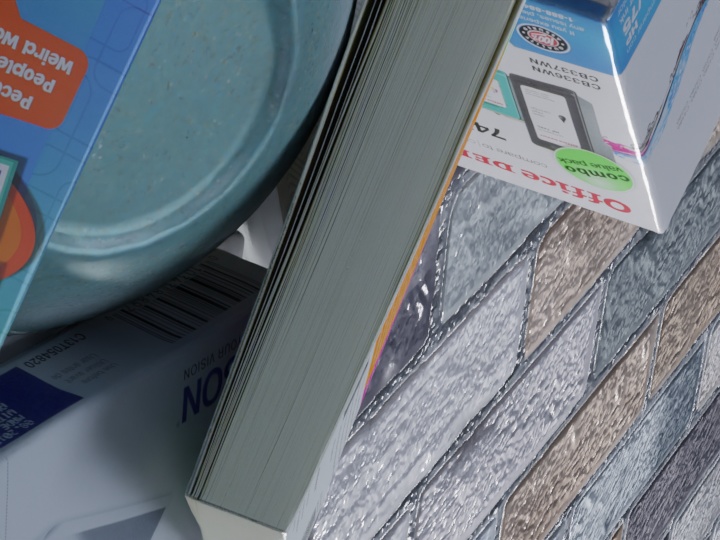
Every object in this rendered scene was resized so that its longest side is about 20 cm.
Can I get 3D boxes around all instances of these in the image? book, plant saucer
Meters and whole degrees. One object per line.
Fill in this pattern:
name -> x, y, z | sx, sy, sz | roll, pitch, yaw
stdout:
book -> 0.000, 0.000, 0.742 | 0.134, 0.048, 0.201 | 94, 17, -73
plant saucer -> -0.073, -0.060, 0.649 | 0.200, 0.039, 0.202 | -21, 131, -27

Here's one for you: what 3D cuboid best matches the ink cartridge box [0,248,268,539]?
ink cartridge box -> -0.099, 0.116, 0.738 | 0.199, 0.040, 0.201 | -33, 138, -54

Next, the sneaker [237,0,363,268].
sneaker -> -0.042, -0.077, 0.865 | 0.073, 0.115, 0.201 | -8, 89, -25

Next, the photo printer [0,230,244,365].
photo printer -> -0.122, 0.067, 0.785 | 0.166, 0.069, 0.201 | 6, 103, -67

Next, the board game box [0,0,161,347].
board game box -> -0.127, -0.079, 0.554 | 0.201, 0.152, 0.045 | -67, -162, -8

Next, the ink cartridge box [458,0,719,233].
ink cartridge box -> 0.085, -0.138, 0.994 | 0.147, 0.146, 0.200 | -64, 157, -16
